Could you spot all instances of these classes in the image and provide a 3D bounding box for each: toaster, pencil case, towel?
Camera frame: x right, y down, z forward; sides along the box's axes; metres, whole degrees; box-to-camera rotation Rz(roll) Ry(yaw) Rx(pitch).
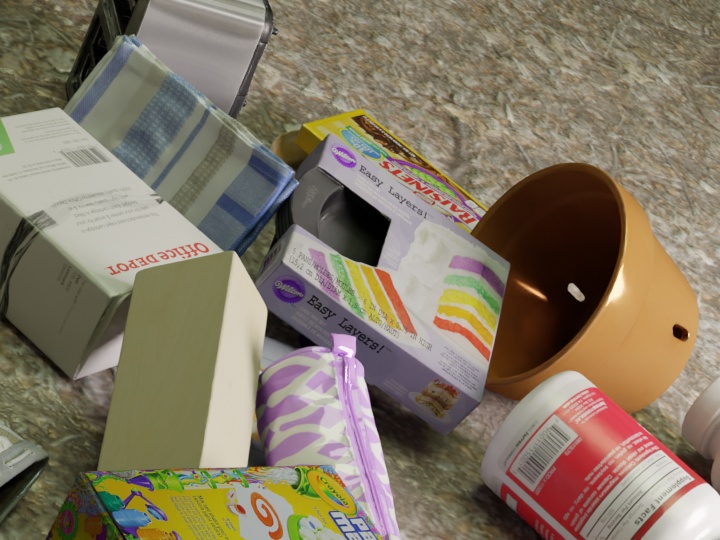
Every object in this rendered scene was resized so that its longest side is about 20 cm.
[{"bbox_3d":[-0.159,-0.181,1.736,0.118,0.181,0.200,13,30,-23],"label":"toaster"},{"bbox_3d":[-0.015,0.147,1.359,0.084,0.086,0.201,7,51,-35],"label":"pencil case"},{"bbox_3d":[-0.159,-0.074,1.591,0.200,0.147,0.024,39,1,23],"label":"towel"}]

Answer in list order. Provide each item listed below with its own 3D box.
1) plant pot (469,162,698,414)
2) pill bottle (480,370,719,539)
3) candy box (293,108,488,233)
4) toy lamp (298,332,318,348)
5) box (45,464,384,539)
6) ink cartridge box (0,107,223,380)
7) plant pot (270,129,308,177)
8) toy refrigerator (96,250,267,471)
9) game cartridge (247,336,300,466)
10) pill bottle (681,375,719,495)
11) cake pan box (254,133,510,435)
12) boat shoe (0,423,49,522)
[{"bbox_3d":[0.186,0.030,1.712,0.140,0.200,0.200,31,22,-34],"label":"plant pot"},{"bbox_3d":[0.194,0.176,1.534,0.200,0.113,0.112,42,29,22],"label":"pill bottle"},{"bbox_3d":[0.042,-0.073,1.854,0.200,0.026,0.102,39,32,19],"label":"candy box"},{"bbox_3d":[0.000,0.000,1.681,0.058,0.058,0.200,27,36,-5],"label":"toy lamp"},{"bbox_3d":[-0.063,0.223,1.190,0.192,0.122,0.200,3,36,-41],"label":"box"},{"bbox_3d":[-0.214,-0.023,1.508,0.200,0.085,0.146,41,29,20],"label":"ink cartridge box"},{"bbox_3d":[0.004,-0.057,1.846,0.199,0.028,0.200,22,27,-12],"label":"plant pot"},{"bbox_3d":[-0.114,0.087,1.353,0.201,0.076,0.070,-86,157,-43],"label":"toy refrigerator"},{"bbox_3d":[-0.053,0.115,1.485,0.133,0.042,0.200,16,29,-16],"label":"game cartridge"},{"bbox_3d":[0.360,0.173,1.703,0.112,0.112,0.200,-5,42,-49],"label":"pill bottle"},{"bbox_3d":[0.017,0.005,1.604,0.200,0.052,0.184,36,34,-12],"label":"cake pan box"},{"bbox_3d":[-0.230,0.148,1.214,0.064,0.075,0.202,21,21,-7],"label":"boat shoe"}]
